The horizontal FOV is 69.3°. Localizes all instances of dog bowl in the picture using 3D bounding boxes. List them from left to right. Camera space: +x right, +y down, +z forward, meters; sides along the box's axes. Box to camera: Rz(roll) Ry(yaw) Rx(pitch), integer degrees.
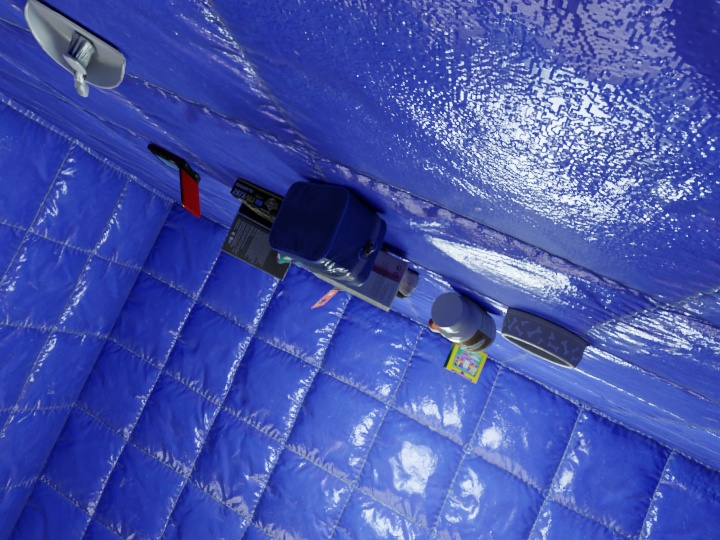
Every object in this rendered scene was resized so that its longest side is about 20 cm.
[{"bbox_3d":[0.406,0.156,1.168,0.196,0.060,0.200,27,175,3],"label":"dog bowl"}]

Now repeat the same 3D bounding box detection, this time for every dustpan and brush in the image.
[{"bbox_3d":[-0.427,-0.312,0.795,0.137,0.058,0.199,29,174,-20],"label":"dustpan and brush"}]

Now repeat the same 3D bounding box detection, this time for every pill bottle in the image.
[{"bbox_3d":[0.261,0.131,1.324,0.113,0.117,0.199,21,172,41],"label":"pill bottle"}]

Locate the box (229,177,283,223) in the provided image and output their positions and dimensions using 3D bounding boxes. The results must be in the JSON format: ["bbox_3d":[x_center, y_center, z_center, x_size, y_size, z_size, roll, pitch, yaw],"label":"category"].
[{"bbox_3d":[-0.222,-0.154,1.347,0.157,0.050,0.200,28,175,21],"label":"box"}]

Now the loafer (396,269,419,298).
[{"bbox_3d":[0.112,0.040,1.426,0.069,0.071,0.200,26,174,-1],"label":"loafer"}]

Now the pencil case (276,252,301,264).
[{"bbox_3d":[-0.111,-0.048,1.325,0.194,0.088,0.093,9,157,-5],"label":"pencil case"}]

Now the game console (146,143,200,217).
[{"bbox_3d":[-0.548,-0.261,1.542,0.169,0.121,0.200,26,174,-2],"label":"game console"}]

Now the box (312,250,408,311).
[{"bbox_3d":[0.000,0.000,1.194,0.196,0.111,0.128,26,175,5],"label":"box"}]

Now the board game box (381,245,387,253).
[{"bbox_3d":[-0.030,-0.083,1.248,0.196,0.020,0.103,26,173,16],"label":"board game box"}]

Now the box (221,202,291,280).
[{"bbox_3d":[-0.284,-0.095,1.519,0.193,0.126,0.201,26,-166,-14],"label":"box"}]

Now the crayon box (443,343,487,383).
[{"bbox_3d":[0.581,0.500,2.884,0.196,0.176,0.058,27,171,-8],"label":"crayon box"}]

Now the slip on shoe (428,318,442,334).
[{"bbox_3d":[0.326,0.217,2.138,0.062,0.073,0.200,62,173,-11],"label":"slip on shoe"}]

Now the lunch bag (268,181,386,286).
[{"bbox_3d":[-0.047,-0.061,0.909,0.197,0.139,0.131,19,172,44],"label":"lunch bag"}]

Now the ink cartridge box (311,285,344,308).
[{"bbox_3d":[-0.027,0.041,1.349,0.057,0.200,0.162,43,-175,6],"label":"ink cartridge box"}]
